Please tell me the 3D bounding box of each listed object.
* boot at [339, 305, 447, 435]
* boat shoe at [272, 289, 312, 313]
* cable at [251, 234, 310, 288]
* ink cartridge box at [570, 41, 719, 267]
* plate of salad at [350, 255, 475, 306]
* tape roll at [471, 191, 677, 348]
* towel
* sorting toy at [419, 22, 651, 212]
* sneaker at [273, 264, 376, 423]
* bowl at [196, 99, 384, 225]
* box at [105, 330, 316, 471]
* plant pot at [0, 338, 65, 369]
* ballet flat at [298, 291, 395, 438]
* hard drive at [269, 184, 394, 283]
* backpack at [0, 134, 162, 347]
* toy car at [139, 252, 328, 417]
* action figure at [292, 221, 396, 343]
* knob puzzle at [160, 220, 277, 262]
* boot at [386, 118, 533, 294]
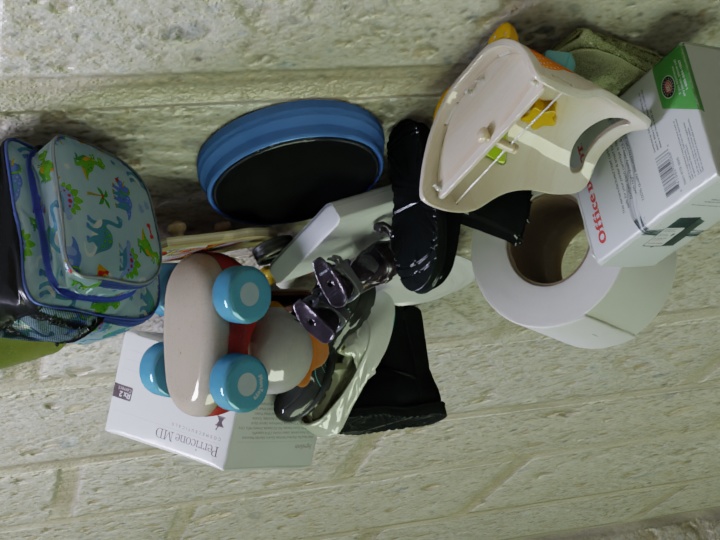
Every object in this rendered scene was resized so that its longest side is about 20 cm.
[{"bbox_3d":[0.020,0.127,1.809,0.198,0.170,0.076,0,155,-39],"label":"boot"},{"bbox_3d":[-0.140,0.049,1.692,0.197,0.076,0.073,0,119,-4],"label":"boat shoe"},{"bbox_3d":[-0.077,-0.011,1.538,0.096,0.051,0.200,-18,178,-6],"label":"cable"},{"bbox_3d":[0.305,-0.109,1.357,0.082,0.149,0.200,2,156,-28],"label":"ink cartridge box"},{"bbox_3d":[0.049,0.001,1.697,0.197,0.049,0.200,-3,161,-1],"label":"plate of salad"},{"bbox_3d":[0.245,-0.021,1.553,0.201,0.205,0.139,-26,155,28],"label":"tape roll"},{"bbox_3d":[0.235,-0.182,1.388,0.198,0.037,0.148,9,149,-42],"label":"towel"},{"bbox_3d":[0.179,-0.136,1.311,0.178,0.108,0.200,16,141,-25],"label":"sorting toy"},{"bbox_3d":[-0.061,0.084,1.619,0.079,0.202,0.075,27,-179,-31],"label":"sneaker"},{"bbox_3d":[-0.069,-0.106,1.397,0.197,0.040,0.201,-12,157,-5],"label":"bowl"},{"bbox_3d":[-0.178,0.165,1.712,0.197,0.133,0.199,12,180,30],"label":"box"},{"bbox_3d":[-0.395,0.030,1.371,0.183,0.203,0.200,-4,158,-47],"label":"plant pot"},{"bbox_3d":[-0.020,0.117,1.677,0.069,0.069,0.202,15,104,-49],"label":"ballet flat"},{"bbox_3d":[0.005,-0.050,1.484,0.199,0.027,0.132,-20,163,-46],"label":"hard drive"},{"bbox_3d":[-0.274,-0.023,1.292,0.145,0.186,0.199,-22,160,23],"label":"backpack"},{"bbox_3d":[-0.119,0.071,1.523,0.198,0.180,0.183,2,180,-39],"label":"toy car"},{"bbox_3d":[0.000,0.000,1.452,0.130,0.069,0.200,-47,176,29],"label":"action figure"},{"bbox_3d":[-0.177,-0.035,1.482,0.216,0.031,0.220,-10,177,0],"label":"knob puzzle"},{"bbox_3d":[0.109,-0.059,1.409,0.161,0.201,0.073,15,149,-37],"label":"boot"}]
